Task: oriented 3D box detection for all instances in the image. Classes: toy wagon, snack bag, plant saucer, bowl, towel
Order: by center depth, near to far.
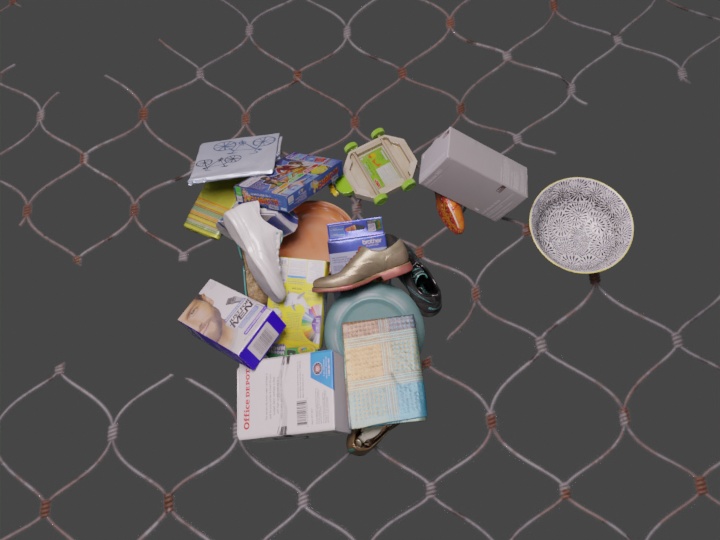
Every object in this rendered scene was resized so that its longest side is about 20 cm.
[{"bbox_3d":[0.042,0.186,1.219,0.145,0.022,0.202,-7,69,2],"label":"towel"},{"bbox_3d":[0.027,0.123,1.278,0.198,0.036,0.202,0,91,2],"label":"plant saucer"},{"bbox_3d":[0.431,-0.075,1.316,0.198,0.094,0.203,-1,71,4],"label":"bowl"},{"bbox_3d":[-0.101,-0.049,1.383,0.198,0.038,0.202,-2,70,5],"label":"plant saucer"},{"bbox_3d":[-0.263,-0.239,1.411,0.187,0.022,0.201,-7,35,1],"label":"snack bag"},{"bbox_3d":[0.021,-0.214,1.430,0.199,0.040,0.156,-28,70,-4],"label":"toy wagon"},{"bbox_3d":[-0.308,-0.167,1.454,0.085,0.018,0.201,21,73,6],"label":"towel"}]

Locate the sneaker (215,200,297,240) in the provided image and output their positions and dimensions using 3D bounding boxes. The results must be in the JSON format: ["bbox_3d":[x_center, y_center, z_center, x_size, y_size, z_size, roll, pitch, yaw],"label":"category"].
[{"bbox_3d":[-0.210,-0.133,1.374,0.198,0.081,0.116,-1,55,39],"label":"sneaker"}]

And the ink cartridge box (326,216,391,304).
[{"bbox_3d":[0.000,0.000,1.312,0.118,0.042,0.202,-7,95,2],"label":"ink cartridge box"}]

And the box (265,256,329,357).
[{"bbox_3d":[-0.126,0.077,1.313,0.116,0.048,0.202,5,87,8],"label":"box"}]

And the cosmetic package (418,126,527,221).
[{"bbox_3d":[0.226,-0.190,1.319,0.198,0.107,0.091,19,57,-20],"label":"cosmetic package"}]

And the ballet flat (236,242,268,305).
[{"bbox_3d":[-0.212,-0.022,1.331,0.065,0.071,0.202,-9,111,-2],"label":"ballet flat"}]

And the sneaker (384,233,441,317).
[{"bbox_3d":[0.104,-0.004,1.324,0.075,0.079,0.201,-31,71,-17],"label":"sneaker"}]

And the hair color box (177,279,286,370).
[{"bbox_3d":[-0.253,0.102,1.284,0.199,0.065,0.110,19,65,39],"label":"hair color box"}]

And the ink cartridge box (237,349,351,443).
[{"bbox_3d":[-0.125,0.239,1.234,0.198,0.084,0.147,-10,69,19],"label":"ink cartridge box"}]

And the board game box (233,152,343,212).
[{"bbox_3d":[-0.145,-0.186,1.355,0.134,0.035,0.200,15,36,29],"label":"board game box"}]

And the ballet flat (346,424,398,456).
[{"bbox_3d":[0.049,0.268,1.238,0.200,0.072,0.068,-43,84,-11],"label":"ballet flat"}]

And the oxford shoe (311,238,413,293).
[{"bbox_3d":[-0.003,-0.007,1.260,0.198,0.070,0.076,-17,96,-5],"label":"oxford shoe"}]

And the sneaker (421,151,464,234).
[{"bbox_3d":[0.191,-0.172,1.385,0.076,0.073,0.202,-11,73,-10],"label":"sneaker"}]

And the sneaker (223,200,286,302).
[{"bbox_3d":[-0.179,-0.040,1.267,0.088,0.075,0.201,-31,100,-25],"label":"sneaker"}]
